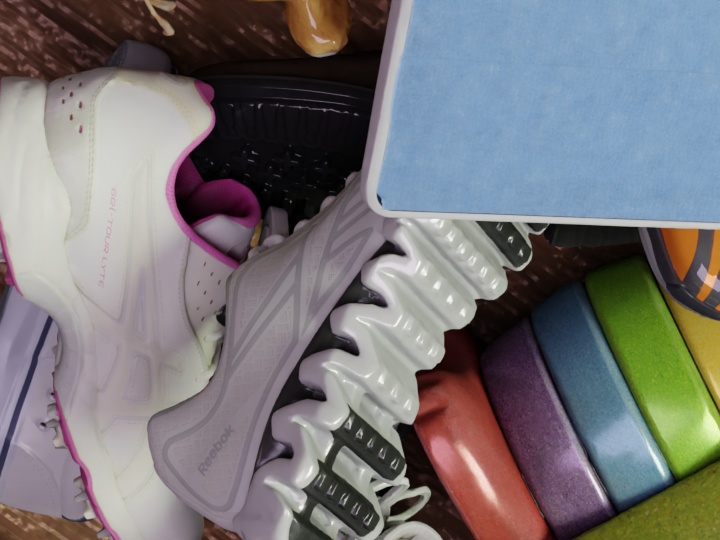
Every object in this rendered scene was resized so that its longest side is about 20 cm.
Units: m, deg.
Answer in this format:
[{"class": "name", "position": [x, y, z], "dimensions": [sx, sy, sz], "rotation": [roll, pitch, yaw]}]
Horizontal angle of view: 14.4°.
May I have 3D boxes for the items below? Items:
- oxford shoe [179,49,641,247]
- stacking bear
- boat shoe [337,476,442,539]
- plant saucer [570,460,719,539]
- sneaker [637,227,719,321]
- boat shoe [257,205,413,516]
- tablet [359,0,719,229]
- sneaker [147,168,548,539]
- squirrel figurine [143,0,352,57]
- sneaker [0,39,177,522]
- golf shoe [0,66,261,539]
[{"class": "oxford shoe", "position": [0.024, -0.057, 1.030], "dimensions": [0.199, 0.085, 0.073], "rotation": [3, 137, -8]}, {"class": "stacking bear", "position": [0.127, 0.033, 1.037], "dimensions": [0.199, 0.122, 0.114], "rotation": [-27, 106, 8]}, {"class": "boat shoe", "position": [0.008, 0.109, 0.969], "dimensions": [0.201, 0.074, 0.087], "rotation": [16, 106, 42]}, {"class": "plant saucer", "position": [0.154, 0.163, 1.019], "dimensions": [0.199, 0.048, 0.200], "rotation": [-29, 118, 10]}, {"class": "sneaker", "position": [0.152, -0.083, 0.948], "dimensions": [0.077, 0.112, 0.201], "rotation": [17, 80, -17]}, {"class": "boat shoe", "position": [-0.010, 0.054, 1.053], "dimensions": [0.060, 0.076, 0.201], "rotation": [1, 140, 0]}, {"class": "tablet", "position": [0.104, -0.071, 0.890], "dimensions": [0.199, 0.014, 0.131], "rotation": [2, 119, -16]}, {"class": "sneaker", "position": [0.000, 0.000, 0.942], "dimensions": [0.081, 0.075, 0.201], "rotation": [21, 71, 33]}, {"class": "squirrel figurine", "position": [0.001, -0.145, 0.945], "dimensions": [0.199, 0.187, 0.142], "rotation": [-3, 108, 7]}, {"class": "sneaker", "position": [-0.097, 0.007, 1.075], "dimensions": [0.070, 0.073, 0.201], "rotation": [18, 119, -10]}, {"class": "golf shoe", "position": [-0.072, 0.019, 1.000], "dimensions": [0.091, 0.075, 0.201], "rotation": [-13, 122, 1]}]
